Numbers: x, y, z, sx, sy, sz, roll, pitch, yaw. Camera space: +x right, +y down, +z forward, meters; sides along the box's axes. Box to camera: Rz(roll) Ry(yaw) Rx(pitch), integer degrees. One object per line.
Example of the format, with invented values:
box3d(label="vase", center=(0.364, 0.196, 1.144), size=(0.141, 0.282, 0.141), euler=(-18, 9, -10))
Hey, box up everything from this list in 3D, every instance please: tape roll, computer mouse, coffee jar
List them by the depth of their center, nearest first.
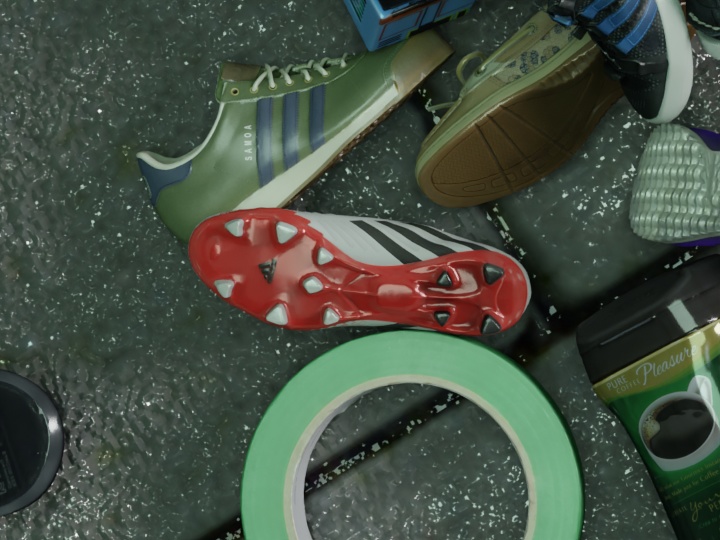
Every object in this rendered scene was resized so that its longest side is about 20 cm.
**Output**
box3d(label="coffee jar", center=(0.207, 0.096, 1.649), size=(0.104, 0.085, 0.200), euler=(-30, 85, 35))
box3d(label="tape roll", center=(0.032, 0.134, 1.698), size=(0.200, 0.048, 0.201), euler=(0, 89, 8))
box3d(label="computer mouse", center=(-0.261, 0.113, 1.742), size=(0.200, 0.053, 0.139), euler=(-16, 86, 18))

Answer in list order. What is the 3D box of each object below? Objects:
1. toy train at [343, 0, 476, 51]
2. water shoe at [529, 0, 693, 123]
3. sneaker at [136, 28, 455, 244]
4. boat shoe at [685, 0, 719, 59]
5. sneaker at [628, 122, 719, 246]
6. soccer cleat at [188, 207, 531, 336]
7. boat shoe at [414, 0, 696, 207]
box3d(label="toy train", center=(0.074, -0.201, 1.647), size=(0.200, 0.114, 0.087), euler=(-24, 80, -13))
box3d(label="water shoe", center=(0.124, -0.159, 1.580), size=(0.079, 0.072, 0.200), euler=(-26, 125, -12))
box3d(label="sneaker", center=(-0.047, -0.094, 1.702), size=(0.200, 0.067, 0.090), euler=(-41, 89, 8))
box3d(label="boat shoe", center=(0.209, -0.210, 1.624), size=(0.076, 0.060, 0.200), euler=(-15, 48, 15))
box3d(label="sneaker", center=(0.230, -0.037, 1.623), size=(0.099, 0.200, 0.070), euler=(15, 88, -25))
box3d(label="soccer cleat", center=(0.000, 0.000, 1.682), size=(0.200, 0.085, 0.069), euler=(7, 101, 2))
box3d(label="boat shoe", center=(0.110, -0.114, 1.688), size=(0.200, 0.073, 0.063), euler=(-37, 47, 1))
